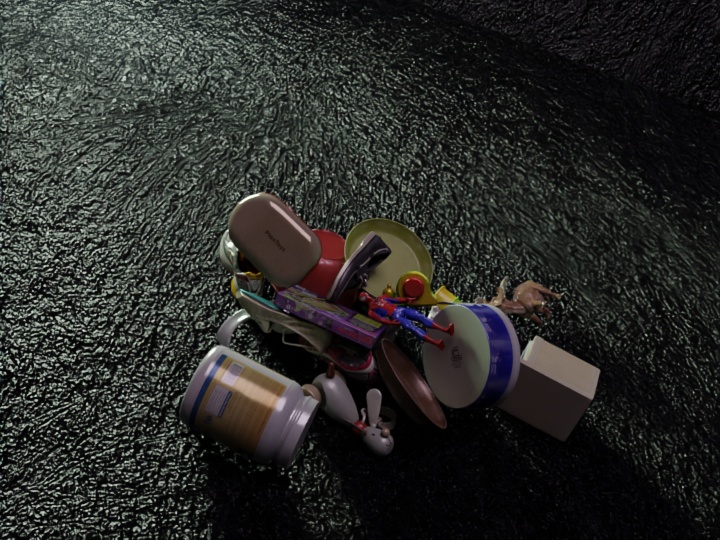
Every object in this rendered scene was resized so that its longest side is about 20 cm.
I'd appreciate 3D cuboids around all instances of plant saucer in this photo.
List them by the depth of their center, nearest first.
[{"bbox_3d":[0.088,0.218,1.660,0.201,0.037,0.201,52,9,-12],"label":"plant saucer"},{"bbox_3d":[0.055,-0.016,1.848,0.198,0.031,0.202,11,57,-17],"label":"plant saucer"}]

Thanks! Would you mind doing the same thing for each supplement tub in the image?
[{"bbox_3d":[-0.183,0.229,1.482,0.199,0.145,0.145,26,36,5],"label":"supplement tub"}]

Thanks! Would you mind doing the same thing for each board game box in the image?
[{"bbox_3d":[-0.053,0.084,1.659,0.199,0.033,0.120,24,7,10],"label":"board game box"}]

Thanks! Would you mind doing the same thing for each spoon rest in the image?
[{"bbox_3d":[-0.181,0.096,1.719,0.199,0.061,0.099,-16,40,-39],"label":"spoon rest"}]

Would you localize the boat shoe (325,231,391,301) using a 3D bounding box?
[{"bbox_3d":[0.000,0.000,1.750,0.063,0.073,0.200,36,47,1],"label":"boat shoe"}]

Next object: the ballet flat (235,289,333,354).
[{"bbox_3d":[-0.147,0.098,1.646,0.198,0.063,0.067,23,-2,1],"label":"ballet flat"}]

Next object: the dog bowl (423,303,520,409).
[{"bbox_3d":[0.210,0.164,1.714,0.078,0.201,0.201,3,39,-36],"label":"dog bowl"}]

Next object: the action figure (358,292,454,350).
[{"bbox_3d":[0.081,0.086,1.712,0.199,0.052,0.066,22,65,26],"label":"action figure"}]

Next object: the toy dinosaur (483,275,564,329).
[{"bbox_3d":[0.377,0.060,2.046,0.135,0.086,0.199,33,31,25],"label":"toy dinosaur"}]

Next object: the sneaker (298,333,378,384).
[{"bbox_3d":[-0.045,0.157,1.699,0.081,0.075,0.199,-42,42,-16],"label":"sneaker"}]

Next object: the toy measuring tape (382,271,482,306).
[{"bbox_3d":[0.142,0.036,1.771,0.198,0.074,0.074,-1,38,0],"label":"toy measuring tape"}]

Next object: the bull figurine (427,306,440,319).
[{"bbox_3d":[0.220,0.144,1.848,0.121,0.065,0.201,-31,59,3],"label":"bull figurine"}]

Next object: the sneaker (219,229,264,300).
[{"bbox_3d":[-0.233,-0.023,1.828,0.077,0.083,0.201,0,41,-28],"label":"sneaker"}]

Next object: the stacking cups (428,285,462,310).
[{"bbox_3d":[0.241,0.115,1.929,0.199,0.061,0.060,37,38,13],"label":"stacking cups"}]

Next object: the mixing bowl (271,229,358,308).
[{"bbox_3d":[-0.083,-0.014,1.873,0.198,0.109,0.201,14,38,-11],"label":"mixing bowl"}]

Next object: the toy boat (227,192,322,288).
[{"bbox_3d":[-0.170,-0.060,1.781,0.200,0.131,0.131,44,-3,2],"label":"toy boat"}]

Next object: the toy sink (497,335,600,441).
[{"bbox_3d":[0.355,0.222,1.786,0.199,0.131,0.112,26,36,8],"label":"toy sink"}]

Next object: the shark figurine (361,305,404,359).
[{"bbox_3d":[0.054,0.111,1.795,0.128,0.090,0.214,45,22,0],"label":"shark figurine"}]

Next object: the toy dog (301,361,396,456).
[{"bbox_3d":[-0.016,0.236,1.600,0.198,0.097,0.132,24,36,3],"label":"toy dog"}]
